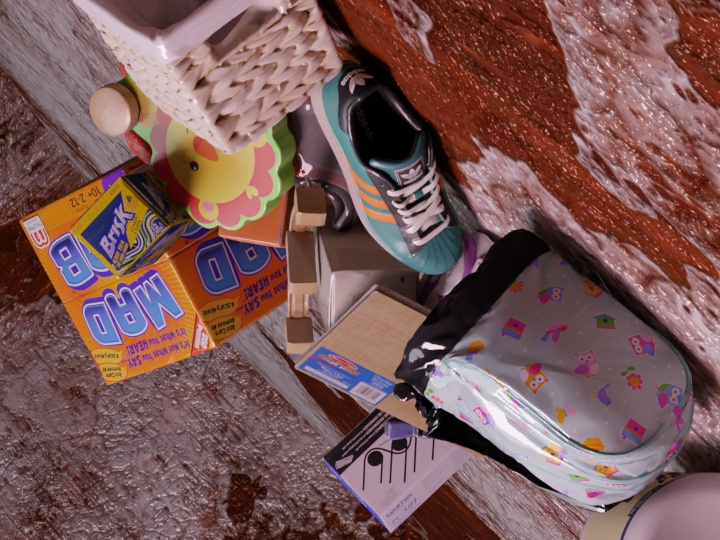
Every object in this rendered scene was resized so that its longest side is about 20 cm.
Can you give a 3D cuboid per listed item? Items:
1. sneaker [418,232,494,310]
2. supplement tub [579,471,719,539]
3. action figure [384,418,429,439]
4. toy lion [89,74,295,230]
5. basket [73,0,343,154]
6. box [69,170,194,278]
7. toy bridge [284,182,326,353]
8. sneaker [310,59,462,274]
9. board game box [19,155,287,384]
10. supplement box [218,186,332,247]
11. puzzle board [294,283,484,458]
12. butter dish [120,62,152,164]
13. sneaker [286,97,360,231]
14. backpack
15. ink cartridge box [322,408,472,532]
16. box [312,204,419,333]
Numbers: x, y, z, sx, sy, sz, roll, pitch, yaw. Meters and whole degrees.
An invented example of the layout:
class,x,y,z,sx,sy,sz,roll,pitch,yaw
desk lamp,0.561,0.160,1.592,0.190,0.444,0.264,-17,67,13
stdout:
class,x,y,z,sx,sy,sz,roll,pitch,yaw
sneaker,0.109,0.022,1.561,0.099,0.075,0.200,25,170,-7
supplement tub,0.254,0.232,1.452,0.145,0.145,0.200,48,171,-1
action figure,0.092,0.095,1.708,0.193,0.199,0.105,27,115,47
toy lion,-0.131,-0.142,1.609,0.191,0.069,0.200,38,125,11
basket,-0.120,-0.195,1.432,0.200,0.135,0.124,38,163,52
box,-0.202,-0.044,1.673,0.064,0.070,0.200,44,-175,-2
toy bridge,-0.052,-0.009,1.644,0.201,0.027,0.068,97,170,-50
sneaker,0.029,-0.073,1.449,0.201,0.071,0.080,58,169,-24
board game box,-0.189,-0.030,1.918,0.199,0.200,0.201,-19,101,47
supplement box,-0.071,-0.055,1.779,0.068,0.067,0.200,8,180,18
puzzle board,0.063,0.087,1.567,0.199,0.017,0.151,27,142,-16
butter dish,-0.161,-0.160,1.751,0.200,0.148,0.200,53,170,-23
sneaker,-0.052,-0.118,1.626,0.200,0.082,0.077,50,171,-11
backpack,0.143,0.080,1.332,0.200,0.167,0.127,39,164,14
ink cartridge box,0.068,0.154,1.816,0.094,0.200,0.044,41,169,33
box,0.000,0.000,1.659,0.200,0.082,0.069,-107,18,-71
